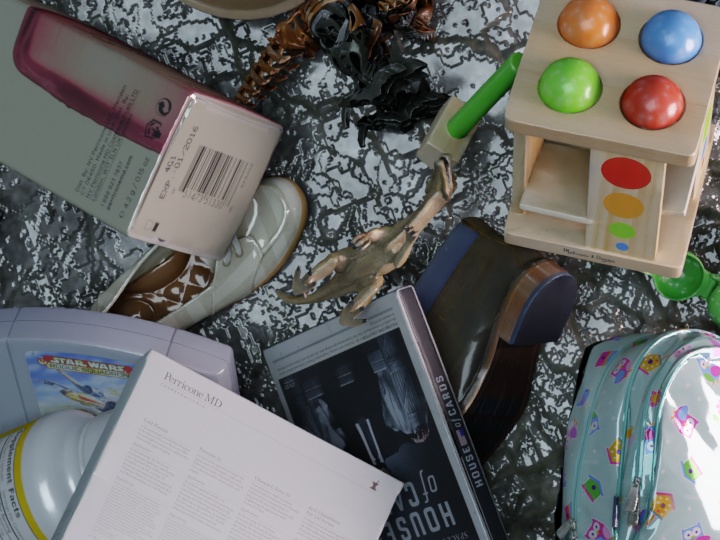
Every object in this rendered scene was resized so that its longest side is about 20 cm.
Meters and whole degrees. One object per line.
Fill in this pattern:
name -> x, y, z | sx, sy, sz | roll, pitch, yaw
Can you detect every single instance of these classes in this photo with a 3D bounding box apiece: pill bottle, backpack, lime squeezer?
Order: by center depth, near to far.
backpack -> 0.207, 0.140, 1.502 | 0.126, 0.166, 0.202 | -2, 79, 51
lime squeezer -> 0.235, 0.015, 1.540 | 0.199, 0.071, 0.038 | 31, 97, 18
pill bottle -> -0.226, 0.164, 1.598 | 0.199, 0.111, 0.112 | -22, 86, 30

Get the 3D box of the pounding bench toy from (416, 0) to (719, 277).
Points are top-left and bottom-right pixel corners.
pounding bench toy -> 0.134, -0.107, 1.498 | 0.199, 0.156, 0.125 | 12, 58, 12

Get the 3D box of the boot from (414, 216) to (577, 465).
boot -> 0.072, 0.061, 1.595 | 0.097, 0.074, 0.201 | 42, 112, 34

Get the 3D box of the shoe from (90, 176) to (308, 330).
shoe -> -0.122, 0.003, 1.628 | 0.200, 0.053, 0.070 | -38, 83, 10

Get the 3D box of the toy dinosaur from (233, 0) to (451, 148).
toy dinosaur -> 0.002, -0.168, 1.595 | 0.200, 0.102, 0.136 | -39, 68, 29

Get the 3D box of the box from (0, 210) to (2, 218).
box -> -0.376, 0.020, 1.657 | 0.147, 0.104, 0.201 | 21, 96, 11

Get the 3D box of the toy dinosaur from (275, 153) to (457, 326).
toy dinosaur -> 0.000, 0.000, 1.552 | 0.200, 0.101, 0.058 | -38, 90, 35

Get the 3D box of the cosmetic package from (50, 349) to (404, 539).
cosmetic package -> -0.090, 0.167, 1.507 | 0.199, 0.052, 0.152 | 29, 72, -10

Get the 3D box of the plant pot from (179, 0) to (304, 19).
plant pot -> -0.082, -0.285, 1.576 | 0.200, 0.093, 0.202 | 14, 124, 21

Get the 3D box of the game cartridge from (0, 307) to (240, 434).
game cartridge -> -0.184, 0.084, 1.613 | 0.198, 0.134, 0.042 | 7, 52, 12

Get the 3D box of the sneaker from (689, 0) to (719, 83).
sneaker -> 0.226, -0.204, 1.505 | 0.077, 0.146, 0.203 | -34, 86, 9

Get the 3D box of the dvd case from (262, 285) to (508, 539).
dvd case -> 0.017, 0.127, 1.578 | 0.150, 0.025, 0.201 | -25, 84, 44

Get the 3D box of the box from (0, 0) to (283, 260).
box -> -0.177, -0.103, 1.572 | 0.199, 0.128, 0.110 | 29, 97, 28
